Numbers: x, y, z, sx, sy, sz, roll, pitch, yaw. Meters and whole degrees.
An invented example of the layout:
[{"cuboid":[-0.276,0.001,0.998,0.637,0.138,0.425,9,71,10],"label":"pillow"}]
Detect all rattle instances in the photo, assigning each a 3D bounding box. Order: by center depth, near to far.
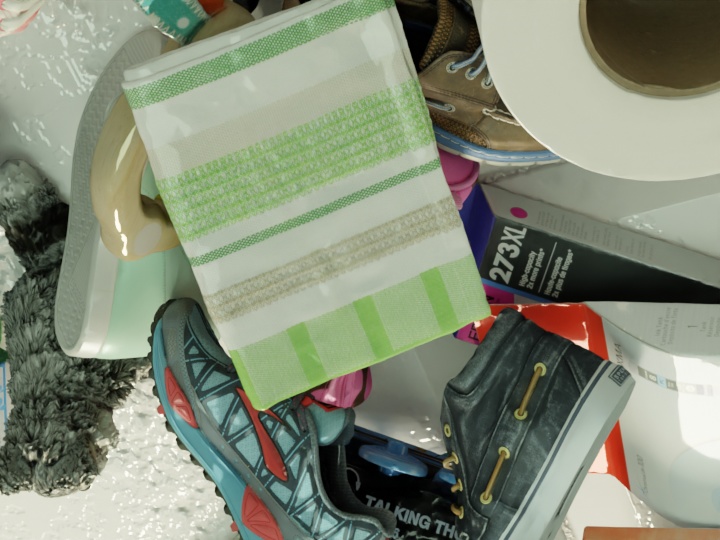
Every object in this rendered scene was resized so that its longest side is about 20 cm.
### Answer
[{"cuboid":[-0.066,-0.074,0.940,0.129,0.143,0.202,-6,131,-34],"label":"rattle"}]

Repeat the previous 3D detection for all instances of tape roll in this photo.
[{"cuboid":[0.147,-0.165,0.852,0.200,0.140,0.204,-3,129,-4],"label":"tape roll"}]

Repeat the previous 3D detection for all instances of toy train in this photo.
[{"cuboid":[0.018,0.145,1.121,0.198,0.114,0.088,17,90,10],"label":"toy train"}]

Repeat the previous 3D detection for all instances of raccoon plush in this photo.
[{"cuboid":[-0.212,0.050,1.107,0.096,0.134,0.201,-23,114,27],"label":"raccoon plush"}]

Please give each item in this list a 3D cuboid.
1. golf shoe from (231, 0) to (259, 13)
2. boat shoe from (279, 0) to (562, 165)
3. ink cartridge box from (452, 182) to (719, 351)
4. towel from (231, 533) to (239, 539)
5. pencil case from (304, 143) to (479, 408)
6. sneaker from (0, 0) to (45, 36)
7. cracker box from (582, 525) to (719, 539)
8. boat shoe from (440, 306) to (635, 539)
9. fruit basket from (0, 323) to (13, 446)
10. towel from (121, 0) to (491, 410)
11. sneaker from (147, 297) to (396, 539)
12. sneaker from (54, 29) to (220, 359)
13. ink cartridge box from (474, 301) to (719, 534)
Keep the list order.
[{"cuboid":[-0.016,-0.208,0.942,0.199,0.073,0.092,-21,123,35],"label":"golf shoe"},{"cuboid":[0.048,-0.111,0.961,0.197,0.073,0.073,10,155,2],"label":"boat shoe"},{"cuboid":[0.122,0.013,1.063,0.198,0.037,0.095,19,125,4],"label":"ink cartridge box"},{"cuboid":[-0.033,0.265,1.265,0.192,0.035,0.200,33,121,-11],"label":"towel"},{"cuboid":[0.000,0.000,1.045,0.090,0.094,0.201,-7,137,-34],"label":"pencil case"},{"cuboid":[-0.181,-0.195,0.984,0.198,0.076,0.105,-13,116,27],"label":"sneaker"},{"cuboid":[0.225,0.240,1.122,0.132,0.058,0.201,-2,138,24],"label":"cracker box"},{"cuboid":[0.077,0.123,1.027,0.090,0.071,0.202,32,104,17],"label":"boat shoe"},{"cuboid":[-0.296,0.118,1.133,0.093,0.201,0.187,11,123,8],"label":"fruit basket"},{"cuboid":[-0.026,-0.039,0.933,0.148,0.031,0.202,-20,111,-2],"label":"towel"},{"cuboid":[-0.047,0.094,1.038,0.095,0.079,0.201,-32,88,16],"label":"sneaker"},{"cuboid":[-0.114,-0.043,1.079,0.117,0.074,0.203,4,106,-35],"label":"sneaker"},{"cuboid":[0.170,0.090,1.048,0.198,0.048,0.161,0,134,18],"label":"ink cartridge box"}]
